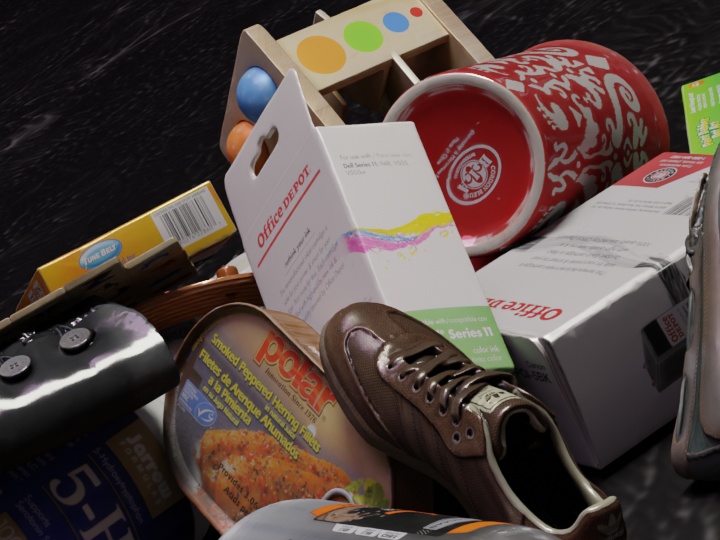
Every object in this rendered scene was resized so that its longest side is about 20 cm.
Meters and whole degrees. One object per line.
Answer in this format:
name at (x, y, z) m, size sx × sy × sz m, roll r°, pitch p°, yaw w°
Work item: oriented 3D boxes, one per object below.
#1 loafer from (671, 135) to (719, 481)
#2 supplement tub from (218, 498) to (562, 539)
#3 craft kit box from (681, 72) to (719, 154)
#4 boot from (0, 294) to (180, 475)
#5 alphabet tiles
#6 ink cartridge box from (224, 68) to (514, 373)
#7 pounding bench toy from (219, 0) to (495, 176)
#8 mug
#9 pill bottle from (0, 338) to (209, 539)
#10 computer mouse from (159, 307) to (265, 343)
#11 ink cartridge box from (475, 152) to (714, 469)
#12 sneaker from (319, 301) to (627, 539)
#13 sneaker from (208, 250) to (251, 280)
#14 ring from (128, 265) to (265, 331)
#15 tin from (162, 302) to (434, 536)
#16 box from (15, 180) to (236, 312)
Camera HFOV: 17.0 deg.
loafer at (0.183, 0.013, 1.215) m, size 0.063 × 0.072 × 0.201 m, roll -22°, pitch 48°, yaw 36°
supplement tub at (0.025, 0.163, 1.008) m, size 0.122 × 0.123 × 0.200 m, roll -36°, pitch 23°, yaw -33°
craft kit box at (0.307, -0.106, 1.544) m, size 0.197 × 0.049 × 0.200 m, roll -17°, pitch 19°, yaw 12°
boot at (-0.179, 0.093, 1.232) m, size 0.199 × 0.066 × 0.165 m, roll -23°, pitch 37°, yaw -24°
alphabet tiles at (-0.172, 0.032, 1.383) m, size 0.166 × 0.006 × 0.200 m, roll -30°, pitch -7°, yaw -3°
ink cartridge box at (0.000, 0.000, 1.299) m, size 0.067 × 0.201 × 0.117 m, roll -4°, pitch -31°, yaw -30°
pounding bench toy at (-0.012, -0.078, 1.645) m, size 0.156 × 0.124 × 0.200 m, roll -26°, pitch -28°, yaw -28°
mug at (0.094, -0.049, 1.461) m, size 0.133 × 0.178 × 0.200 m, roll 10°, pitch 10°, yaw 22°
pill bottle at (-0.153, 0.126, 1.333) m, size 0.200 × 0.120 × 0.119 m, roll -36°, pitch 22°, yaw -31°
computer mouse at (-0.069, 0.029, 1.500) m, size 0.199 × 0.046 × 0.140 m, roll -22°, pitch -22°, yaw 5°
ink cartridge box at (0.150, 0.018, 1.324) m, size 0.200 × 0.083 × 0.147 m, roll -32°, pitch 19°, yaw -23°
sneaker at (0.058, 0.071, 1.136) m, size 0.070 × 0.076 × 0.200 m, roll -27°, pitch 59°, yaw -32°
sneaker at (-0.101, 0.049, 1.599) m, size 0.199 × 0.070 × 0.094 m, roll -16°, pitch 37°, yaw 17°
ring at (-0.089, 0.046, 1.433) m, size 0.200 × 0.019 × 0.201 m, roll -13°, pitch -24°, yaw -6°
tin at (-0.034, 0.095, 1.239) m, size 0.042 × 0.112 × 0.200 m, roll 6°, pitch 26°, yaw -40°
box at (-0.152, 0.003, 1.508) m, size 0.119 × 0.042 × 0.200 m, roll -28°, pitch 0°, yaw -16°
